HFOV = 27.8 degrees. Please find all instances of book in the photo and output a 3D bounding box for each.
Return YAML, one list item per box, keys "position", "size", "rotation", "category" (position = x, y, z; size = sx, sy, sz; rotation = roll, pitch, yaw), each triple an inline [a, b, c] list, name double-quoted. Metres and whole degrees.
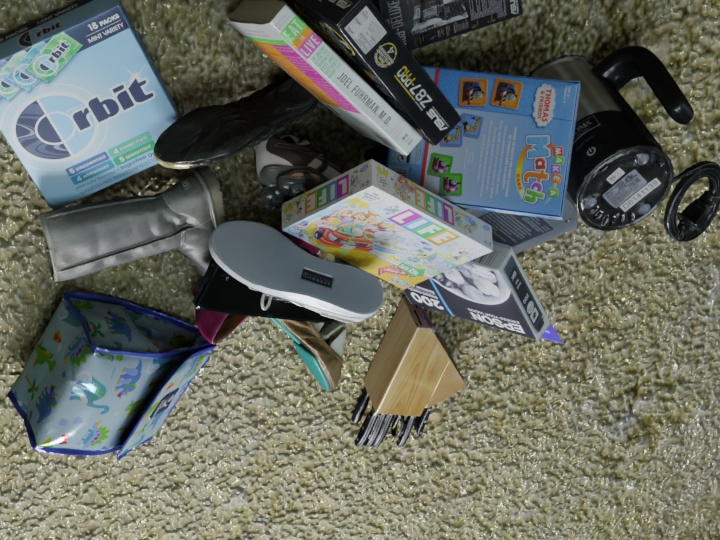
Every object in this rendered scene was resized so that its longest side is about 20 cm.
- position: [-0.035, -0.201, 1.495]
  size: [0.200, 0.134, 0.048]
  rotation: [42, 88, -25]
  category: "book"

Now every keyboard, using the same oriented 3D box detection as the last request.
- position: [-0.094, 0.008, 1.696]
  size: [0.200, 0.040, 0.104]
  rotation: [8, 127, -35]
  category: "keyboard"

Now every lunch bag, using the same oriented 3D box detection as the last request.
- position: [-0.289, 0.132, 1.742]
  size: [0.200, 0.127, 0.170]
  rotation: [11, 123, -45]
  category: "lunch bag"

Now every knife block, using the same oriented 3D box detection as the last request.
- position: [0.041, 0.147, 1.923]
  size: [0.175, 0.064, 0.200]
  rotation: [-29, 134, 3]
  category: "knife block"

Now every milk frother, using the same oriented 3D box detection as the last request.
- position: [0.307, -0.136, 1.695]
  size: [0.180, 0.188, 0.200]
  rotation: [-27, 135, 3]
  category: "milk frother"

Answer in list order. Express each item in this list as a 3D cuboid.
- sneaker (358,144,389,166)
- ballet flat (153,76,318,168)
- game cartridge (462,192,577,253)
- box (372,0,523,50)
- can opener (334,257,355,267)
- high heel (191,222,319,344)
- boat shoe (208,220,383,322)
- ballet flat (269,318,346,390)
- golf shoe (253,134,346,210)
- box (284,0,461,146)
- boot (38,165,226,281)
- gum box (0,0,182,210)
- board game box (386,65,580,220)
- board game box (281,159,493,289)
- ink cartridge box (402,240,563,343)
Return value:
- position: [0.097, -0.154, 1.681]
  size: [0.200, 0.073, 0.112]
  rotation: [0, 127, -33]
  category: "sneaker"
- position: [-0.130, -0.151, 1.559]
  size: [0.200, 0.067, 0.057]
  rotation: [-25, 164, -23]
  category: "ballet flat"
- position: [0.186, -0.072, 1.748]
  size: [0.133, 0.041, 0.200]
  rotation: [-19, 159, 19]
  category: "game cartridge"
- position: [0.082, -0.336, 1.521]
  size: [0.158, 0.050, 0.200]
  rotation: [-19, 134, -5]
  category: "box"
- position: [0.000, 0.000, 1.750]
  size: [0.053, 0.067, 0.200]
  rotation: [-16, 144, -15]
  category: "can opener"
- position: [-0.108, 0.010, 1.718]
  size: [0.200, 0.096, 0.067]
  rotation: [-26, 134, 2]
  category: "high heel"
- position: [-0.078, 0.009, 1.619]
  size: [0.202, 0.075, 0.086]
  rotation: [19, 156, -10]
  category: "boat shoe"
- position: [-0.060, 0.074, 1.828]
  size: [0.072, 0.068, 0.200]
  rotation: [-43, 131, -9]
  category: "ballet flat"
- position: [-0.053, -0.112, 1.651]
  size: [0.078, 0.095, 0.200]
  rotation: [-29, 162, 20]
  category: "golf shoe"
- position: [0.002, -0.229, 1.504]
  size: [0.049, 0.161, 0.200]
  rotation: [-46, 133, -1]
  category: "box"
- position: [-0.248, -0.024, 1.627]
  size: [0.200, 0.073, 0.182]
  rotation: [-25, 135, -17]
  category: "boot"
- position: [-0.290, -0.175, 1.515]
  size: [0.170, 0.045, 0.200]
  rotation: [-24, 134, 0]
  category: "gum box"
- position: [0.133, -0.142, 1.602]
  size: [0.200, 0.152, 0.037]
  rotation: [8, 177, 12]
  category: "board game box"
- position: [0.031, -0.047, 1.593]
  size: [0.134, 0.034, 0.200]
  rotation: [-25, 144, 37]
  category: "board game box"
- position: [0.129, 0.022, 1.768]
  size: [0.043, 0.198, 0.200]
  rotation: [-56, 138, -20]
  category: "ink cartridge box"
